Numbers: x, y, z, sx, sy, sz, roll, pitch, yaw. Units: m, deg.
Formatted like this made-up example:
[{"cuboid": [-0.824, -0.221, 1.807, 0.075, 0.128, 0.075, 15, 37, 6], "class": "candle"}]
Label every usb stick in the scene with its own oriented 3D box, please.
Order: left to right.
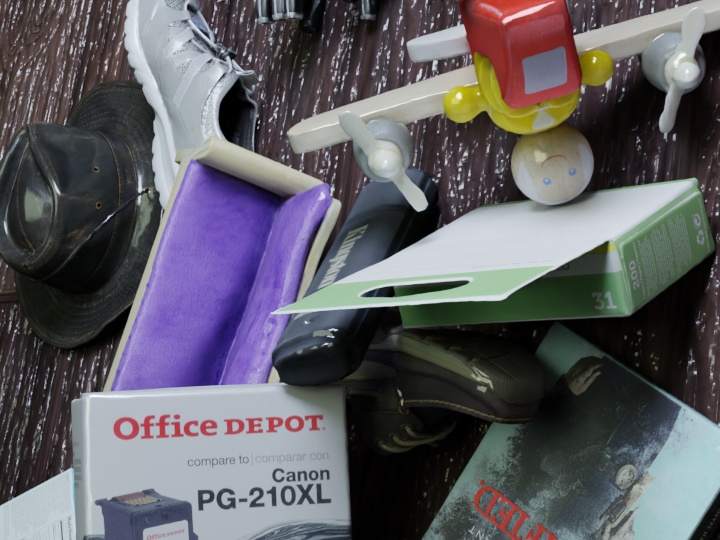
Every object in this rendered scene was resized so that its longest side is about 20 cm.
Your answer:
[{"cuboid": [0.000, 0.000, 0.969, 0.055, 0.033, 0.200, -12, 26, 24], "class": "usb stick"}]

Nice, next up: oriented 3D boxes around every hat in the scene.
[{"cuboid": [-0.216, -0.050, 1.215, 0.200, 0.081, 0.202, -20, 61, 41], "class": "hat"}]

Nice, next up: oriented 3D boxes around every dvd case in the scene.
[{"cuboid": [0.103, 0.145, 0.900, 0.146, 0.022, 0.201, 36, 98, 44], "class": "dvd case"}]

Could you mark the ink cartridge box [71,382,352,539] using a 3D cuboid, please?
[{"cuboid": [-0.080, 0.162, 0.926, 0.084, 0.144, 0.201, 155, 113, -76], "class": "ink cartridge box"}]

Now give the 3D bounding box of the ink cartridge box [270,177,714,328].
[{"cuboid": [0.072, 0.006, 0.872, 0.145, 0.200, 0.048, -5, 106, 39], "class": "ink cartridge box"}]

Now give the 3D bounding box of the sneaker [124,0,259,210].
[{"cuboid": [-0.103, -0.127, 1.171, 0.082, 0.075, 0.201, -24, 69, 24], "class": "sneaker"}]

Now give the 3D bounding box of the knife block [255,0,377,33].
[{"cuboid": [-0.027, -0.259, 1.155, 0.176, 0.064, 0.200, -47, 48, 15], "class": "knife block"}]

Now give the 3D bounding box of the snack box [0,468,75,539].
[{"cuboid": [-0.210, 0.244, 1.119, 0.116, 0.037, 0.201, -28, 56, 29], "class": "snack box"}]

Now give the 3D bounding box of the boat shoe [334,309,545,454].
[{"cuboid": [0.033, 0.067, 0.962, 0.200, 0.074, 0.074, 15, 99, 59], "class": "boat shoe"}]

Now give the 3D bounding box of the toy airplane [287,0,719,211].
[{"cuboid": [0.086, -0.103, 0.931, 0.200, 0.199, 0.142, -20, 86, 44], "class": "toy airplane"}]

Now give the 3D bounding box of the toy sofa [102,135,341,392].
[{"cuboid": [-0.091, 0.026, 1.028, 0.097, 0.082, 0.201, 1, 71, 66], "class": "toy sofa"}]
